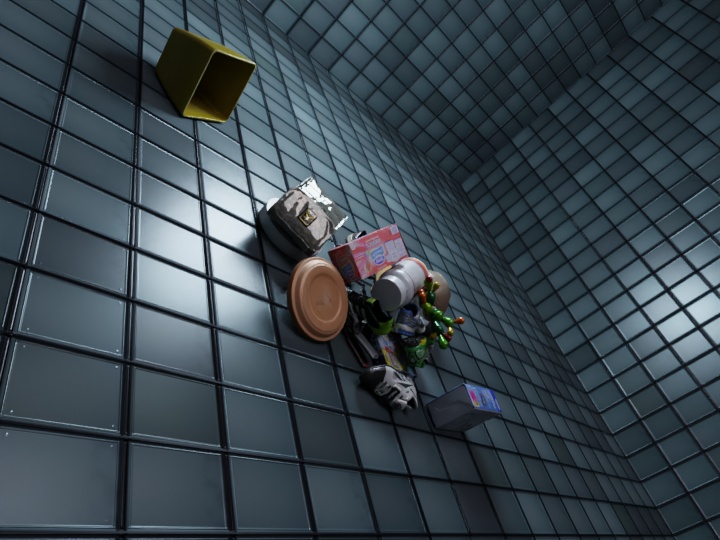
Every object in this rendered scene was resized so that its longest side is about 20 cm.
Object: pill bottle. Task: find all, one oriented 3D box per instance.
[{"bbox_3d":[0.112,0.039,1.432,0.110,0.109,0.200,51,31,5],"label":"pill bottle"}]

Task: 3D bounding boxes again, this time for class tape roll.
[{"bbox_3d":[-0.192,-0.114,1.416,0.202,0.037,0.204,40,25,-22],"label":"tape roll"}]

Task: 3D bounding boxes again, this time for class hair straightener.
[{"bbox_3d":[-0.010,0.143,1.307,0.041,0.077,0.201,4,51,-56],"label":"hair straightener"}]

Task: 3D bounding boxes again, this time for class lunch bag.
[{"bbox_3d":[-0.143,-0.140,1.357,0.164,0.117,0.200,47,30,-7],"label":"lunch bag"}]

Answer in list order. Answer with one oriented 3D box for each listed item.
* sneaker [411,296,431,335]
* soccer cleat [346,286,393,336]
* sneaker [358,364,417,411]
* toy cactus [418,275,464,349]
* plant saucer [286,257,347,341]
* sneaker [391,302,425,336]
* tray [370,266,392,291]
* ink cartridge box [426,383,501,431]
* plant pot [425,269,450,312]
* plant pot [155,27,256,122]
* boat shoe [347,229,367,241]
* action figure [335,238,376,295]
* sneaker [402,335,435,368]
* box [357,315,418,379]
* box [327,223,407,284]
[{"bbox_3d":[0.189,0.143,1.689,0.099,0.070,0.201,54,5,-39],"label":"sneaker"},{"bbox_3d":[0.007,0.091,1.362,0.199,0.081,0.067,38,46,16],"label":"soccer cleat"},{"bbox_3d":[0.079,0.294,1.246,0.199,0.074,0.089,28,29,-40],"label":"sneaker"},{"bbox_3d":[0.210,0.114,1.422,0.165,0.101,0.202,137,-70,-84],"label":"toy cactus"},{"bbox_3d":[-0.094,0.068,1.215,0.199,0.032,0.203,17,68,-49],"label":"plant saucer"},{"bbox_3d":[0.150,0.134,1.464,0.076,0.086,0.200,14,5,16],"label":"sneaker"},{"bbox_3d":[0.094,0.049,1.684,0.099,0.037,0.200,46,25,-9],"label":"tray"},{"bbox_3d":[0.297,0.386,1.417,0.199,0.136,0.077,25,38,-44],"label":"ink cartridge box"},{"bbox_3d":[0.238,0.071,1.706,0.202,0.092,0.201,58,-15,24],"label":"plant pot"},{"bbox_3d":[-0.455,-0.567,1.447,0.176,0.201,0.200,42,22,10],"label":"plant pot"},{"bbox_3d":[-0.005,-0.068,1.643,0.072,0.065,0.201,41,26,-23],"label":"boat shoe"},{"bbox_3d":[0.000,0.000,1.494,0.202,0.118,0.102,65,26,4],"label":"action figure"},{"bbox_3d":[0.161,0.225,1.425,0.200,0.077,0.086,4,83,-68],"label":"sneaker"},{"bbox_3d":[0.073,0.205,1.411,0.136,0.038,0.201,26,33,-45],"label":"box"},{"bbox_3d":[0.023,-0.044,1.384,0.199,0.094,0.104,-27,97,-42],"label":"box"}]
